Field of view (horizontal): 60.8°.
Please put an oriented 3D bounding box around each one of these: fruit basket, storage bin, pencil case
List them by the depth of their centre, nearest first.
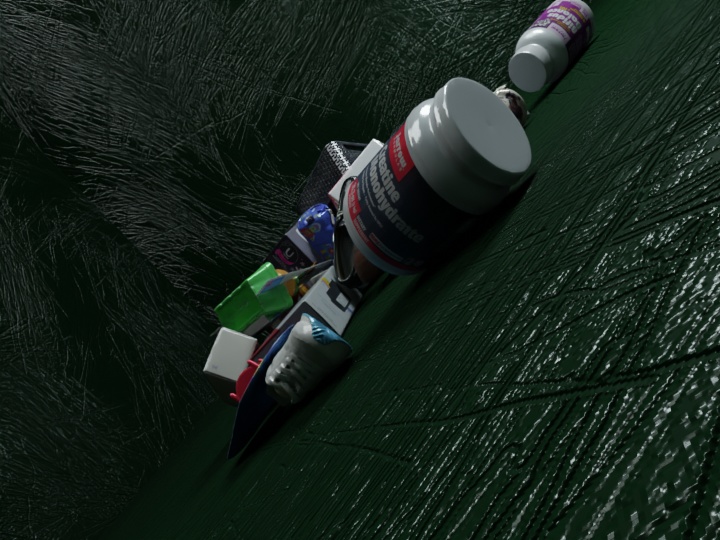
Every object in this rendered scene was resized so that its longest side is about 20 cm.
[{"bbox_3d":[0.205,-0.227,1.047,0.200,0.090,0.077,-47,34,-22],"label":"pencil case"},{"bbox_3d":[-0.153,0.052,1.101,0.184,0.095,0.198,-37,-14,31],"label":"fruit basket"},{"bbox_3d":[-0.044,-0.052,1.277,0.086,0.200,0.079,-29,25,32],"label":"pencil case"},{"bbox_3d":[-0.039,-0.169,1.340,0.133,0.095,0.202,-4,-41,-39],"label":"storage bin"}]

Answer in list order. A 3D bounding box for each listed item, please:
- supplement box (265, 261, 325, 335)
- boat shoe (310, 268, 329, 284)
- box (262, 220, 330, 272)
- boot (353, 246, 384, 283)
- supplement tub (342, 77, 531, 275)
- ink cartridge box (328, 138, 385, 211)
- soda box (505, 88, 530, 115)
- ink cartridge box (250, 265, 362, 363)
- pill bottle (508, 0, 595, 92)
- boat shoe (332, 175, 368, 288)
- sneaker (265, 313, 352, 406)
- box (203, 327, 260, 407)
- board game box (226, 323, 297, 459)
[{"bbox_3d":[-0.123,0.088,1.334,0.200,0.110,0.086,-43,3,46],"label":"supplement box"},{"bbox_3d":[0.000,0.000,1.197,0.196,0.062,0.074,-27,1,-6],"label":"boat shoe"},{"bbox_3d":[-0.099,-0.010,1.409,0.114,0.200,0.132,-41,6,38],"label":"box"},{"bbox_3d":[0.055,-0.096,0.994,0.199,0.063,0.190,-38,39,41],"label":"boot"},{"bbox_3d":[0.081,-0.100,0.697,0.200,0.140,0.141,-43,4,43],"label":"supplement tub"},{"bbox_3d":[0.031,-0.140,1.223,0.146,0.084,0.200,-50,-25,-7],"label":"ink cartridge box"},{"bbox_3d":[0.244,-0.267,1.210,0.064,0.068,0.200,-47,2,-25],"label":"soda box"},{"bbox_3d":[-0.086,0.094,1.039,0.146,0.083,0.200,-46,4,19],"label":"ink cartridge box"},{"bbox_3d":[0.376,-0.444,1.216,0.201,0.112,0.112,-49,4,-27],"label":"pill bottle"},{"bbox_3d":[-0.014,-0.072,1.073,0.074,0.206,0.060,-13,-14,33],"label":"boat shoe"},{"bbox_3d":[-0.068,0.115,0.739,0.081,0.076,0.200,-55,-1,-26],"label":"sneaker"},{"bbox_3d":[-0.209,0.178,1.064,0.201,0.067,0.084,93,-166,-65],"label":"box"},{"bbox_3d":[-0.149,0.159,0.848,0.159,0.038,0.203,-53,-15,-51],"label":"board game box"}]
